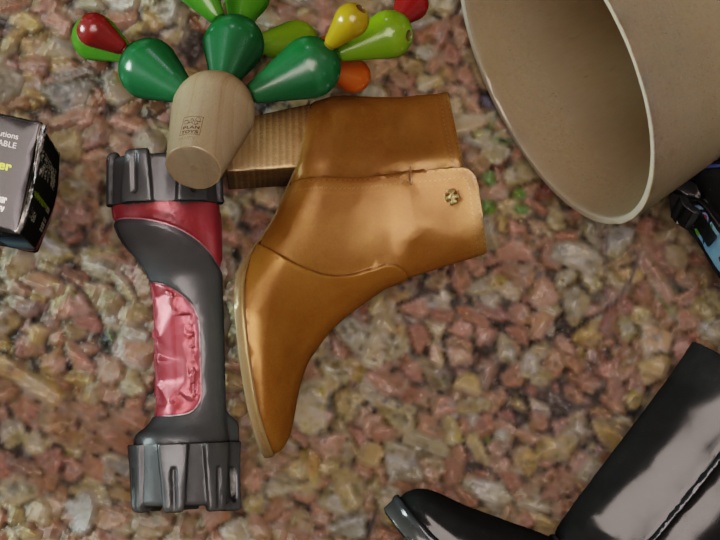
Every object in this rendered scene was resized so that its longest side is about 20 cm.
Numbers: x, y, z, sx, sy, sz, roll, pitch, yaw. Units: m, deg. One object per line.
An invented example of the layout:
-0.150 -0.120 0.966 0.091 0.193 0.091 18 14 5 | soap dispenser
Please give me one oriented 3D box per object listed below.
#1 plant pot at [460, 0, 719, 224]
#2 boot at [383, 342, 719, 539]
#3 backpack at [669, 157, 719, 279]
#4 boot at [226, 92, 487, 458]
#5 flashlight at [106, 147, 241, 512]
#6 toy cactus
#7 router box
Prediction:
0.187 -0.150 1.373 0.199 0.187 0.188 -25 87 -19 | plant pot
0.135 0.119 1.390 0.165 0.066 0.200 43 87 -8 | boot
0.289 0.009 1.359 0.134 0.182 0.201 -30 102 -22 | backpack
0.000 0.000 1.388 0.143 0.071 0.202 -4 81 -1 | boot
-0.107 0.033 1.384 0.067 0.068 0.201 -2 86 23 | flashlight
-0.070 -0.117 1.362 0.199 0.103 0.165 8 45 6 | toy cactus
-0.265 -0.061 1.338 0.199 0.150 0.062 11 85 -2 | router box
